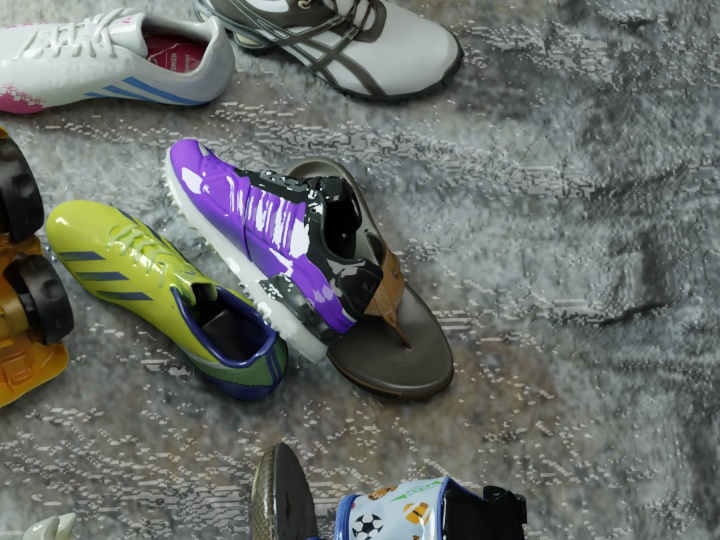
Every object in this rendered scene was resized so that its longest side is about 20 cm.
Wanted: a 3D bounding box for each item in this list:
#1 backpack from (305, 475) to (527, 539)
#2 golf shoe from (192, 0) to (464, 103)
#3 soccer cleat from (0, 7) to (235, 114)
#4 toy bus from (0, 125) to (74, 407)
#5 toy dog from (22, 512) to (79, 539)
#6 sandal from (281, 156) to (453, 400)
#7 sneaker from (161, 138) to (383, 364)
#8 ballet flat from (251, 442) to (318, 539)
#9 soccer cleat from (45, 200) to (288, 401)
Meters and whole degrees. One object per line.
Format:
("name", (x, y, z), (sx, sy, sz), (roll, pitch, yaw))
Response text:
("backpack", (0.038, 0.215, 1.542), (0.154, 0.191, 0.200), (-15, 65, 6))
("golf shoe", (-0.021, -0.182, 1.782), (0.200, 0.095, 0.078), (15, 63, 0))
("soccer cleat", (-0.187, -0.155, 1.756), (0.200, 0.086, 0.070), (-1, 64, -6))
("toy bus", (-0.292, -0.024, 1.658), (0.136, 0.200, 0.192), (-24, 33, -17))
("toy dog", (-0.192, 0.242, 1.553), (0.200, 0.140, 0.194), (13, 100, -1))
("sandal", (0.000, 0.000, 1.716), (0.082, 0.055, 0.200), (-17, 67, -13))
("sneaker", (-0.051, -0.034, 1.688), (0.100, 0.070, 0.200), (-44, 58, 7))
("ballet flat", (-0.056, 0.208, 1.614), (0.046, 0.067, 0.200), (-15, 65, 24))
("soccer cleat", (-0.128, 0.009, 1.683), (0.200, 0.084, 0.065), (38, 67, 13))
